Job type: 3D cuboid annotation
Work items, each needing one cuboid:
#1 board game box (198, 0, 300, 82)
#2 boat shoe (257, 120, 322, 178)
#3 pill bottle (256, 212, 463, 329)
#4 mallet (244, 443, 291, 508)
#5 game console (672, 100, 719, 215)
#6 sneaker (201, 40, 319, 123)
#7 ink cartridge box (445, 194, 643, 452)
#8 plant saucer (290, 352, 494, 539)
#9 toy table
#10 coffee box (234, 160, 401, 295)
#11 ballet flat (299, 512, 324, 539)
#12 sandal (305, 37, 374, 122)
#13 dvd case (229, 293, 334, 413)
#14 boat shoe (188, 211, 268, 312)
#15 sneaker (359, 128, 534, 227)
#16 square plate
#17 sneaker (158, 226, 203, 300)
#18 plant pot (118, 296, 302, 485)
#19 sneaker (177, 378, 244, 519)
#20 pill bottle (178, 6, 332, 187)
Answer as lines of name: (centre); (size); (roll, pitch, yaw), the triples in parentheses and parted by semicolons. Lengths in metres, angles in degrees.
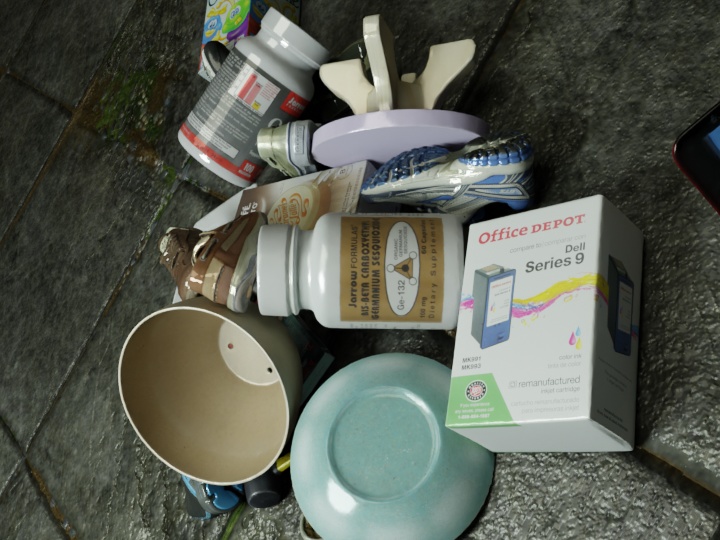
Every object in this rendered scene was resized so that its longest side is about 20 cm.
board game box: (-0.160, -0.365, 1.339); (0.102, 0.104, 0.202); (-21, 55, 35)
boat shoe: (-0.080, -0.148, 1.085); (0.061, 0.200, 0.073); (5, 88, 4)
pill bottle: (0.000, 0.000, 0.897); (0.197, 0.115, 0.116); (1, 61, 1)
mallet: (-0.052, 0.180, 0.983); (0.199, 0.041, 0.066); (-40, 43, 15)
game console: (0.363, -0.076, 0.647); (0.200, 0.118, 0.173); (-42, 44, 20)
sneaker: (-0.128, -0.244, 1.215); (0.087, 0.076, 0.201); (-40, 84, 22)
ink cartridge box: (0.164, 0.050, 0.798); (0.144, 0.087, 0.202); (-11, 58, 41)
plant saucer: (0.025, 0.165, 0.842); (0.198, 0.039, 0.203); (-5, 63, 10)
toy table: (0.043, -0.185, 0.998); (0.197, 0.184, 0.119); (-1, 75, 9)
coffee box: (-0.059, -0.044, 1.064); (0.198, 0.080, 0.116); (-9, 55, 37)
ballet flat: (0.006, 0.189, 0.895); (0.067, 0.063, 0.202); (30, 90, 47)
sandal: (-0.017, -0.247, 1.167); (0.057, 0.081, 0.200); (-34, 16, -38)
dvd case: (-0.122, 0.107, 1.100); (0.147, 0.022, 0.200); (-55, 40, 7)
boat shoe: (-0.140, -0.022, 0.955); (0.200, 0.071, 0.077); (-98, 22, -73)
sneaker: (0.089, -0.080, 0.937); (0.198, 0.086, 0.077); (-6, 28, 33)
square plate: (-0.193, 0.003, 1.195); (0.197, 0.028, 0.202); (-23, 51, 52)
sneaker: (-0.209, -0.009, 1.067); (0.071, 0.075, 0.200); (-64, 10, 6)
plant pot: (-0.142, 0.110, 0.985); (0.199, 0.201, 0.134); (-33, 5, 27)
sneaker: (-0.194, 0.193, 1.068); (0.082, 0.073, 0.202); (-37, 56, 45)
pill bottle: (-0.128, -0.215, 1.121); (0.201, 0.115, 0.116); (-54, 42, 11)
